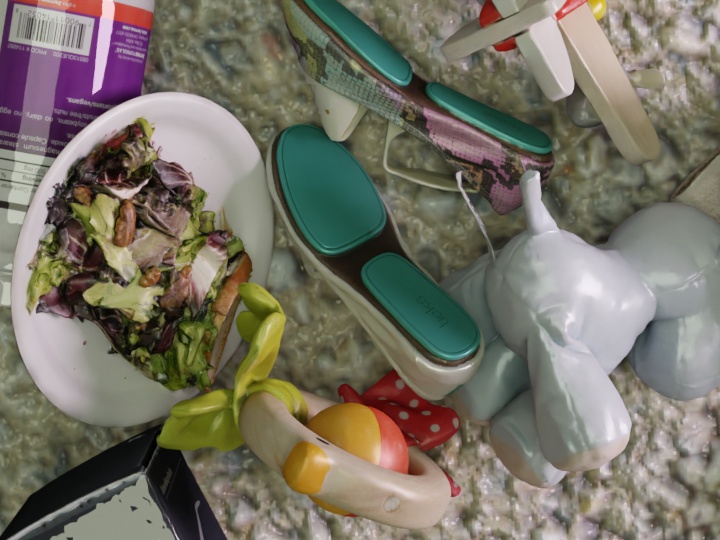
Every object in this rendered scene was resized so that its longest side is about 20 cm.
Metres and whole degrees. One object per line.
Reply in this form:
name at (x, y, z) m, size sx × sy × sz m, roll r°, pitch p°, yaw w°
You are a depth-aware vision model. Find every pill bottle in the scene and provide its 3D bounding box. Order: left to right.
pill bottle at (-0.189, -0.082, 0.986) m, size 0.111 × 0.112 × 0.202 m, roll 10°, pitch 95°, yaw -3°

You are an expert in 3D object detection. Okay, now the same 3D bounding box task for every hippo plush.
hippo plush at (0.140, 0.018, 1.014) m, size 0.160 × 0.159 × 0.202 m, roll -18°, pitch 102°, yaw -26°

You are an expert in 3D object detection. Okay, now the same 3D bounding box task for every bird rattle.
bird rattle at (-0.013, 0.106, 0.969) m, size 0.199 × 0.163 × 0.113 m, roll 32°, pitch 96°, yaw -30°

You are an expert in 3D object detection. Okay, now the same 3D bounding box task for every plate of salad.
plate of salad at (-0.115, -0.002, 0.972) m, size 0.048 × 0.199 × 0.202 m, roll 20°, pitch 95°, yaw 40°

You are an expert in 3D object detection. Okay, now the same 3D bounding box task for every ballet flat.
ballet flat at (0.000, 0.000, 1.013) m, size 0.069 × 0.069 × 0.200 m, roll -39°, pitch 66°, yaw 2°
ballet flat at (0.023, -0.097, 1.022) m, size 0.199 × 0.069 × 0.071 m, roll 32°, pitch 112°, yaw -5°

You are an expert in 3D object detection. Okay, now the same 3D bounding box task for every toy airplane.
toy airplane at (0.107, -0.174, 0.977) m, size 0.198 × 0.141 × 0.202 m, roll 11°, pitch 80°, yaw -35°

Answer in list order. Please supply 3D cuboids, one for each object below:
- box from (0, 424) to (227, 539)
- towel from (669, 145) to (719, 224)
box at (-0.121, 0.211, 0.997) m, size 0.104 × 0.148 × 0.201 m, roll -28°, pitch 94°, yaw 1°
towel at (0.307, -0.067, 1.046) m, size 0.200 × 0.034 × 0.133 m, roll -44°, pitch 94°, yaw 2°
